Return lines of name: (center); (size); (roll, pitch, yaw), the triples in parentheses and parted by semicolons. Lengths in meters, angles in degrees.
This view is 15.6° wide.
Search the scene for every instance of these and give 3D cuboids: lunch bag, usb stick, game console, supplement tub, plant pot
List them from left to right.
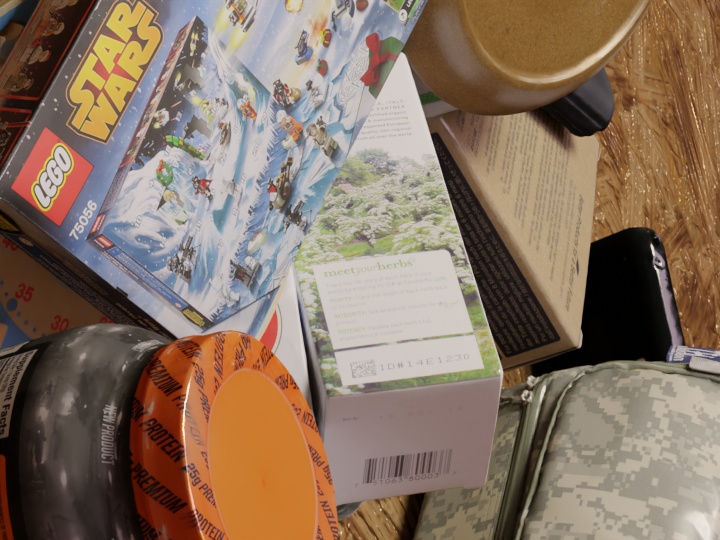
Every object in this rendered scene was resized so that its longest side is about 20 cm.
supplement tub: (-0.116, 0.089, 0.837); (0.123, 0.199, 0.123); (43, 39, -50)
usb stick: (0.082, -0.129, 1.404); (0.200, 0.032, 0.056); (35, 43, -53)
plant pot: (0.093, -0.167, 1.258); (0.200, 0.027, 0.201); (-23, 125, -38)
lunch bag: (0.126, 0.145, 1.337); (0.139, 0.167, 0.201); (52, 39, -33)
game console: (0.173, 0.086, 1.574); (0.116, 0.176, 0.201); (-5, 78, -37)

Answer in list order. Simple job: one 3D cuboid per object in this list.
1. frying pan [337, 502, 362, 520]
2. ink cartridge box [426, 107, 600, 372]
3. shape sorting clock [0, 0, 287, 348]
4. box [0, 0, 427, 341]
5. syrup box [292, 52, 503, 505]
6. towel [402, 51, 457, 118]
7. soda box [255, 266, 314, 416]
frying pan: (-0.031, 0.095, 1.218); (0.115, 0.031, 0.191); (40, 45, -45)
ink cartridge box: (0.060, -0.065, 1.440); (0.165, 0.075, 0.200); (59, 24, -28)
shape sorting clock: (-0.100, -0.018, 1.023); (0.199, 0.039, 0.201); (-11, 106, -41)
box: (-0.058, -0.078, 0.999); (0.137, 0.040, 0.201); (42, 67, -38)
syrup box: (0.000, 0.000, 1.180); (0.082, 0.078, 0.201); (96, -16, -48)
towel: (-0.011, -0.165, 1.292); (0.023, 0.152, 0.201); (-155, -133, -80)
soda box: (-0.056, 0.062, 1.117); (0.064, 0.068, 0.201); (122, -40, -72)
